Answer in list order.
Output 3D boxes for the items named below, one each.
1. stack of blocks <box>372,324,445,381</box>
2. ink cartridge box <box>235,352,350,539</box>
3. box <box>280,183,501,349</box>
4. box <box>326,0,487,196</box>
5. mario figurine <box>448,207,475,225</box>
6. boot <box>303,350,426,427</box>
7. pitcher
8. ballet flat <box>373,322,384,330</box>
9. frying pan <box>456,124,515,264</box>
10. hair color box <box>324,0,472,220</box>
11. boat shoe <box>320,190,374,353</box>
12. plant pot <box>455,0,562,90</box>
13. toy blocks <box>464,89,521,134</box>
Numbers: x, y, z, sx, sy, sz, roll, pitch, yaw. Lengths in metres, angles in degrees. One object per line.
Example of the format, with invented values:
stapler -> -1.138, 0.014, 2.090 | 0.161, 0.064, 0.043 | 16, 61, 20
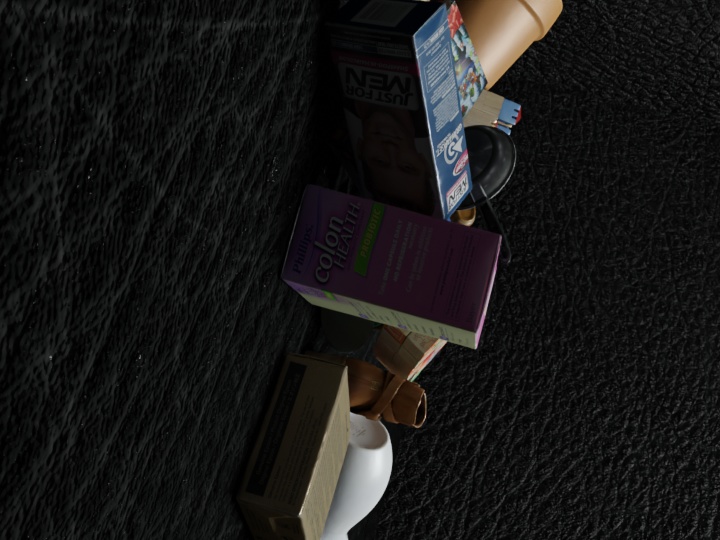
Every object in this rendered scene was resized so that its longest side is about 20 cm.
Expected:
stack of blocks -> 0.073, 0.077, 1.170 | 0.115, 0.058, 0.201 | -44, 170, -22
ink cartridge box -> -0.067, 0.211, 1.039 | 0.201, 0.073, 0.167 | 88, 17, -59
box -> 0.037, 0.001, 0.970 | 0.176, 0.196, 0.099 | 53, 52, -78
box -> 0.056, -0.172, 1.019 | 0.202, 0.039, 0.137 | -57, 145, -12
mario figurine -> 0.072, -0.040, 1.198 | 0.105, 0.125, 0.200 | -32, 173, -24
boot -> 0.009, 0.155, 1.171 | 0.200, 0.151, 0.075 | 57, 50, -77
pitcher -> -0.044, 0.295, 1.241 | 0.171, 0.120, 0.203 | -27, 144, -58
ballet flat -> 0.048, 0.035, 1.223 | 0.200, 0.061, 0.070 | 115, -28, -74
frying pan -> 0.117, -0.088, 1.061 | 0.031, 0.113, 0.193 | 46, 44, -45
hair color box -> 0.039, -0.149, 0.888 | 0.061, 0.099, 0.203 | -48, 140, -34
boat shoe -> -0.001, -0.001, 1.146 | 0.072, 0.069, 0.205 | -49, 150, -64
plant pot -> 0.141, -0.325, 1.218 | 0.142, 0.198, 0.200 | -59, 171, 0
toy blocks -> 0.135, -0.201, 1.209 | 0.200, 0.134, 0.102 | 30, -77, 66
